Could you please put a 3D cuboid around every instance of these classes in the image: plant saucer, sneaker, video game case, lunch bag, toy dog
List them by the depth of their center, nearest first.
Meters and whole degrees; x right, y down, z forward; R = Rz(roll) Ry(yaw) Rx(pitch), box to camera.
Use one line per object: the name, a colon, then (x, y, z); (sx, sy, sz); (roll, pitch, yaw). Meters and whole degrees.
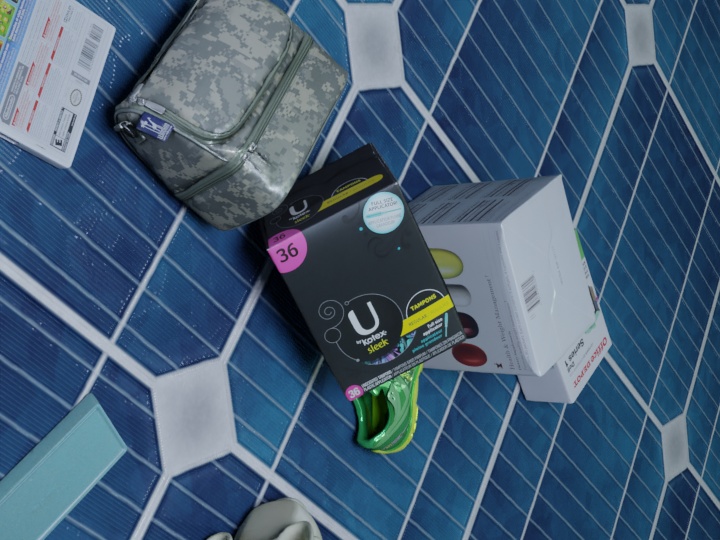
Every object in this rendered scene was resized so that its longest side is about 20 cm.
video game case: (-0.310, -0.195, 0.922); (0.199, 0.018, 0.146); (31, 68, -44)
plant saucer: (-0.283, 0.200, 0.949); (0.200, 0.019, 0.071); (-48, 123, -36)
lunch bag: (-0.129, -0.163, 1.047); (0.167, 0.138, 0.202); (39, 60, -22)
toy dog: (-0.083, 0.354, 1.109); (0.194, 0.137, 0.204); (-77, 152, -74)
sneaker: (0.029, 0.114, 1.261); (0.083, 0.073, 0.204); (0, 90, -52)

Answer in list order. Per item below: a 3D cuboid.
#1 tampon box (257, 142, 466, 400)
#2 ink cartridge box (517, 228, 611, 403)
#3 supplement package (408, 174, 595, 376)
tampon box: (0.000, 0.000, 1.146); (0.148, 0.127, 0.202); (-27, 117, 1)
ink cartridge box: (0.268, 0.064, 1.525); (0.145, 0.083, 0.203); (-44, 122, -39)
supplement package: (0.147, 0.006, 1.303); (0.146, 0.198, 0.194); (-33, 113, -42)
